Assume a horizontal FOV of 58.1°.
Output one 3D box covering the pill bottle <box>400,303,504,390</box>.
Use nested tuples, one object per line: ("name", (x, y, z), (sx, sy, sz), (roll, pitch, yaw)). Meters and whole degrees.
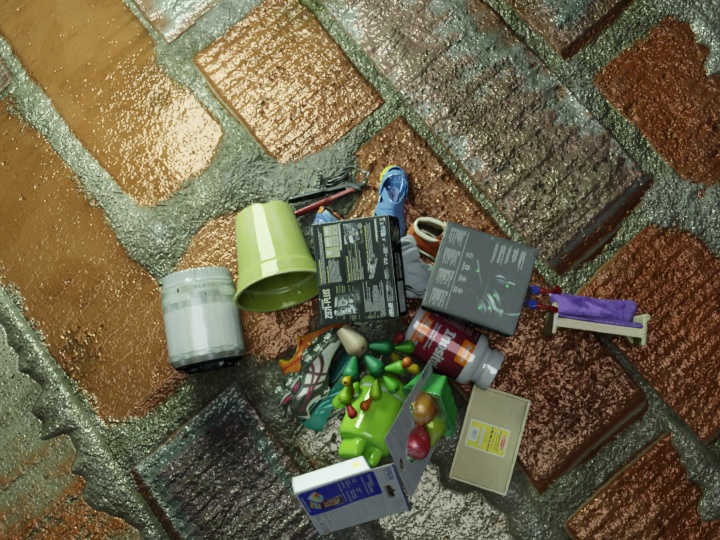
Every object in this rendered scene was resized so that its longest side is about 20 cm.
("pill bottle", (0.191, 0.160, 1.342), (0.198, 0.113, 0.114), (29, 84, 8))

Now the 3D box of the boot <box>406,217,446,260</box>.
("boot", (0.191, -0.048, 1.377), (0.198, 0.107, 0.076), (26, 75, 4))

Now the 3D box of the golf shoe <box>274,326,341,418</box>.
("golf shoe", (-0.090, 0.207, 1.327), (0.088, 0.077, 0.201), (37, 94, -14))

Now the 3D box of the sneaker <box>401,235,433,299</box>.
("sneaker", (0.128, -0.004, 1.359), (0.197, 0.075, 0.116), (5, 116, -7))

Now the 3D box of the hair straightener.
("hair straightener", (-0.072, -0.190, 1.453), (0.198, 0.041, 0.078), (-23, 80, 1))

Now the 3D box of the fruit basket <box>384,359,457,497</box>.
("fruit basket", (0.111, 0.306, 1.269), (0.093, 0.187, 0.200), (11, 47, 38))

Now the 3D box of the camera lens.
("camera lens", (-0.332, 0.108, 1.367), (0.157, 0.160, 0.203), (-12, 80, 2))

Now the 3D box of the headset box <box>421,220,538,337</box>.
("headset box", (0.236, 0.021, 1.264), (0.197, 0.093, 0.177), (17, 85, 8))

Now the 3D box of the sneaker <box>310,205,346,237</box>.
("sneaker", (-0.027, -0.054, 1.422), (0.200, 0.075, 0.079), (41, 106, 8))

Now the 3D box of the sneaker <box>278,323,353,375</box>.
("sneaker", (-0.092, 0.153, 1.385), (0.199, 0.073, 0.077), (-41, 84, -2))

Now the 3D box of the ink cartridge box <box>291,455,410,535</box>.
("ink cartridge box", (-0.014, 0.441, 1.282), (0.197, 0.199, 0.047), (-18, 43, -1))

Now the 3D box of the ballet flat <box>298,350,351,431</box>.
("ballet flat", (-0.049, 0.255, 1.379), (0.070, 0.067, 0.201), (37, 85, -15))

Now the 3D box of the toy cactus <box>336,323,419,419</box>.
("toy cactus", (0.015, 0.174, 1.257), (0.199, 0.103, 0.165), (-38, 76, -17))

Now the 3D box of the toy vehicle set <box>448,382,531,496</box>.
("toy vehicle set", (0.268, 0.349, 1.350), (0.122, 0.027, 0.203), (17, 83, 7))

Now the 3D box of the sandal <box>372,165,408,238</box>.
("sandal", (0.066, -0.138, 1.410), (0.078, 0.087, 0.203), (4, 83, -6))

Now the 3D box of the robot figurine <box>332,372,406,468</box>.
("robot figurine", (0.030, 0.296, 1.317), (0.175, 0.115, 0.202), (35, 61, -17))

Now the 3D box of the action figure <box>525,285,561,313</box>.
("action figure", (0.299, 0.040, 1.332), (0.198, 0.099, 0.066), (6, 78, 39))

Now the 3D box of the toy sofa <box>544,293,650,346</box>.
("toy sofa", (0.486, 0.097, 1.344), (0.197, 0.083, 0.099), (8, 83, 6))

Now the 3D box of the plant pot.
("plant pot", (-0.187, -0.037, 1.376), (0.198, 0.201, 0.187), (-17, 69, 2))

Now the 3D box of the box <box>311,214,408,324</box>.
("box", (0.000, 0.000, 1.292), (0.161, 0.086, 0.203), (-7, 89, 18))
